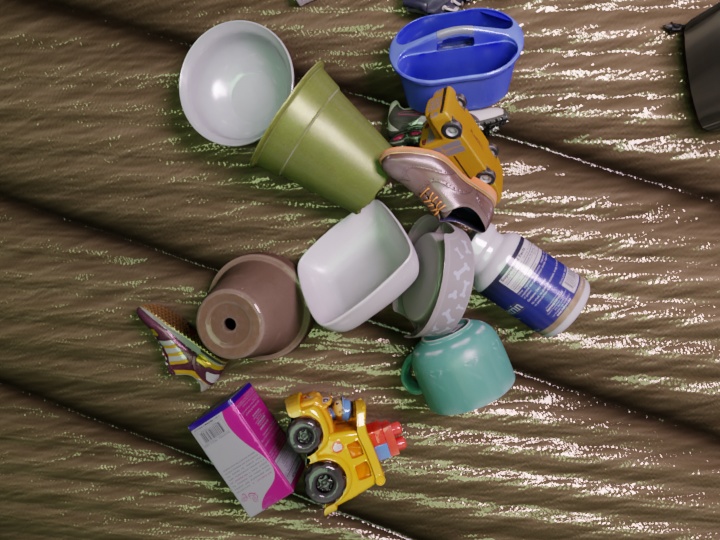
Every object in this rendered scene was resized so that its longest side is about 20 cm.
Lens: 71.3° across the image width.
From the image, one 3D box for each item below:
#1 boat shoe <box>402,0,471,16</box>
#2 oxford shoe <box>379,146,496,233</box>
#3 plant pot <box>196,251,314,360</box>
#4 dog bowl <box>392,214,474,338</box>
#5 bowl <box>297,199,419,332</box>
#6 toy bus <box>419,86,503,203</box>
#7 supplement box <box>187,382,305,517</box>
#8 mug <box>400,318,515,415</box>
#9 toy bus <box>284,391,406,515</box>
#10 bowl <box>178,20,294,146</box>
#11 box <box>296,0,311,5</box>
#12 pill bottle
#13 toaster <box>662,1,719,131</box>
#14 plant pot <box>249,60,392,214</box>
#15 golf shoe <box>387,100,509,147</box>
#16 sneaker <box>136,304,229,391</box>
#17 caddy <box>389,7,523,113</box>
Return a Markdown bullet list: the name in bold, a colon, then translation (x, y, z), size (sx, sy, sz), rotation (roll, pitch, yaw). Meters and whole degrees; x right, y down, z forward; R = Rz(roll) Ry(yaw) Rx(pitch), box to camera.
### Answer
- **boat shoe**: translation (0.163, -0.448, 0.805), size (0.200, 0.075, 0.093), rotation (17, 106, 13)
- **oxford shoe**: translation (0.117, -0.121, 0.753), size (0.200, 0.071, 0.073), rotation (22, 59, -12)
- **plant pot**: translation (-0.191, 0.076, 0.861), size (0.200, 0.175, 0.201), rotation (1, 98, 8)
- **dog bowl**: translation (0.115, 0.013, 0.805), size (0.059, 0.200, 0.201), rotation (11, 99, -16)
- **bowl**: translation (0.000, 0.000, 0.835), size (0.200, 0.200, 0.075), rotation (-38, 130, 9)
- **toy bus**: translation (0.156, -0.182, 0.773), size (0.078, 0.065, 0.200), rotation (-12, 141, 38)
- **supplement box**: translation (-0.205, 0.328, 0.929), size (0.101, 0.103, 0.200), rotation (-33, 90, 9)
- **mug**: translation (0.147, 0.154, 0.831), size (0.185, 0.152, 0.115), rotation (-23, 96, 6)
- **toy bus**: translation (-0.024, 0.295, 0.894), size (0.192, 0.136, 0.200), rotation (-22, 91, -3)
- **bowl**: translation (-0.194, -0.303, 0.852), size (0.201, 0.090, 0.202), rotation (0, 92, 12)
- **box**: translation (-0.068, -0.568, 0.834), size (0.144, 0.036, 0.200), rotation (-16, 95, 10)
- **pill bottle**: translation (0.256, 0.009, 0.819), size (0.200, 0.116, 0.116), rotation (35, 100, 3)
- **toaster**: translation (0.585, -0.315, 0.733), size (0.199, 0.119, 0.181), rotation (-12, 94, 9)
- **plant pot**: translation (-0.045, -0.193, 0.813), size (0.190, 0.200, 0.200), rotation (36, 100, -9)
- **golf shoe**: translation (0.141, -0.253, 0.826), size (0.199, 0.077, 0.088), rotation (-8, 87, 8)
- **sneaker**: translation (-0.349, 0.145, 0.940), size (0.200, 0.075, 0.090), rotation (36, 95, 3)
- **caddy**: translation (0.145, -0.330, 0.772), size (0.199, 0.105, 0.142), rotation (-5, 66, 8)
